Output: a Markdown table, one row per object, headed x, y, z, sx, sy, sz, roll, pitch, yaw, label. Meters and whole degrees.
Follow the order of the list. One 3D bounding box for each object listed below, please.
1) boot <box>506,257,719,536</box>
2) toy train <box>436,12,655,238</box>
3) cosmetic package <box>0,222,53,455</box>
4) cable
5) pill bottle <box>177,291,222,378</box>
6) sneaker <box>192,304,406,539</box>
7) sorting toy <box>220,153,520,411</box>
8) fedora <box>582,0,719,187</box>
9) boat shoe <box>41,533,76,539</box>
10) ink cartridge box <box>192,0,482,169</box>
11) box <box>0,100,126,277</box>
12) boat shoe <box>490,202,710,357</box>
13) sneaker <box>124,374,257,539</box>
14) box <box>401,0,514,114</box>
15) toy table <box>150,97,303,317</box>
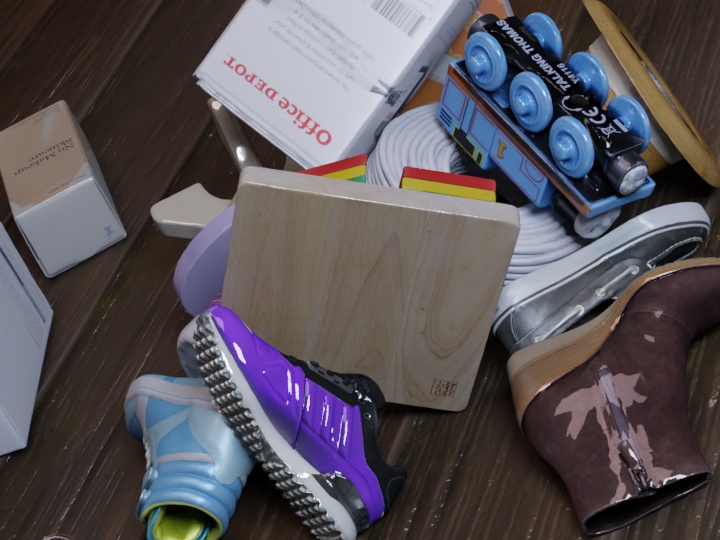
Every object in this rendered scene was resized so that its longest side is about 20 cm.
| x | y | z | sx | sy | sz | roll | pitch | yaw | label |
| --- | --- | --- | --- | --- | --- | --- | --- | --- | --- |
| 0.212 | 0.088 | 1.284 | 0.198 | 0.073 | 0.167 | -26 | 45 | -1 | boot |
| 0.143 | -0.110 | 1.395 | 0.086 | 0.115 | 0.200 | -21 | 54 | -30 | toy train |
| -0.399 | 0.084 | 1.644 | 0.197 | 0.124 | 0.201 | -19 | 32 | 12 | cosmetic package |
| 0.099 | -0.059 | 1.464 | 0.198 | 0.070 | 0.201 | 23 | 43 | 8 | cable |
| -0.046 | 0.030 | 1.481 | 0.112 | 0.113 | 0.200 | 16 | 51 | 46 | pill bottle |
| -0.038 | 0.097 | 1.330 | 0.099 | 0.201 | 0.069 | -36 | 4 | -21 | sneaker |
| 0.000 | 0.000 | 1.338 | 0.196 | 0.201 | 0.070 | 8 | 45 | -5 | sorting toy |
| 0.210 | -0.127 | 1.470 | 0.082 | 0.201 | 0.201 | -35 | 31 | 13 | fedora |
| -0.266 | 0.266 | 1.350 | 0.070 | 0.071 | 0.201 | -4 | 38 | 32 | boat shoe |
| -0.017 | -0.187 | 1.478 | 0.145 | 0.085 | 0.201 | 38 | 92 | 11 | ink cartridge box |
| -0.309 | -0.086 | 1.857 | 0.094 | 0.078 | 0.200 | -28 | 33 | -4 | box |
| 0.190 | 0.015 | 1.389 | 0.199 | 0.071 | 0.064 | -27 | 64 | -15 | boat shoe |
| -0.150 | 0.154 | 1.421 | 0.199 | 0.079 | 0.132 | -10 | 53 | 60 | sneaker |
| 0.084 | -0.182 | 1.602 | 0.123 | 0.201 | 0.098 | -21 | 33 | 9 | box |
| -0.084 | -0.054 | 1.582 | 0.198 | 0.185 | 0.117 | -19 | 47 | -16 | toy table |
